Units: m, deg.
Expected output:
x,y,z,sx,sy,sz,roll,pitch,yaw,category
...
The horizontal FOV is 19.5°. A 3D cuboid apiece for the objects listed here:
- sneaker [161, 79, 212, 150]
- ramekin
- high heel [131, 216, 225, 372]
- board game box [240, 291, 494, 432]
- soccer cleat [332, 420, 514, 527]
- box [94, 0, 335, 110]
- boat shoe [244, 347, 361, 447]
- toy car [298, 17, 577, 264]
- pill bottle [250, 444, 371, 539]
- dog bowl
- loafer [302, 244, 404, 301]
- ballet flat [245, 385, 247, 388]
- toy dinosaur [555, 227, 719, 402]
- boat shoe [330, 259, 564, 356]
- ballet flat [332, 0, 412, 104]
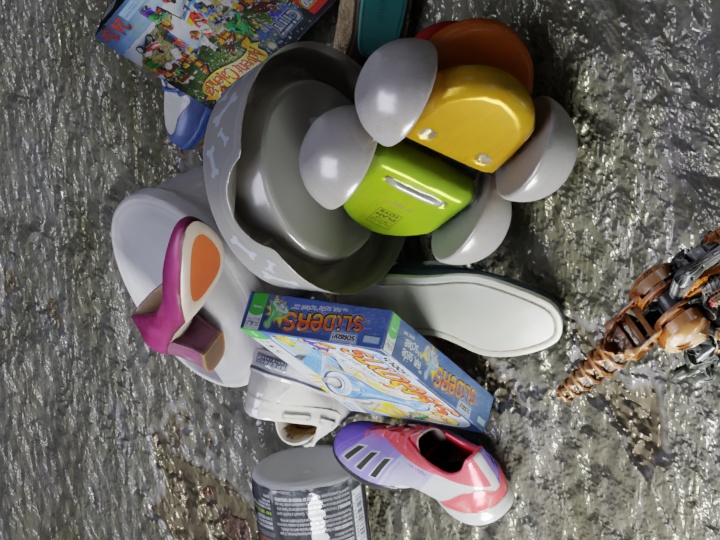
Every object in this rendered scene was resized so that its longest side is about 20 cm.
x,y,z,sx,sy,sz,roll,pitch,yaw,category
-0.170,-0.211,1.889,0.075,0.088,0.202,3,91,53,sneaker
-0.126,-0.003,1.890,0.202,0.094,0.203,33,143,30,ramekin
-0.169,0.010,1.799,0.096,0.067,0.201,27,144,20,high heel
0.008,0.075,1.712,0.134,0.200,0.035,7,71,32,board game box
0.047,0.156,1.806,0.199,0.068,0.074,19,141,45,soccer cleat
-0.120,-0.225,1.772,0.136,0.038,0.200,31,140,-17,box
-0.051,0.118,1.836,0.070,0.200,0.070,17,85,19,boat shoe
0.059,-0.114,1.614,0.200,0.174,0.151,-46,30,42,toy car
-0.040,0.273,1.960,0.106,0.106,0.202,16,118,50,pill bottle
-0.044,-0.077,1.665,0.058,0.199,0.202,-12,96,40,dog bowl
0.000,0.000,1.809,0.068,0.070,0.201,48,134,25,loafer
-0.098,0.090,2.006,0.200,0.068,0.073,38,153,34,ballet flat
0.220,0.020,1.444,0.198,0.136,0.103,-16,74,15,toy dinosaur
0.075,0.026,1.698,0.198,0.062,0.075,0,114,26,boat shoe
0.006,-0.183,1.737,0.066,0.070,0.201,-106,25,-49,ballet flat
